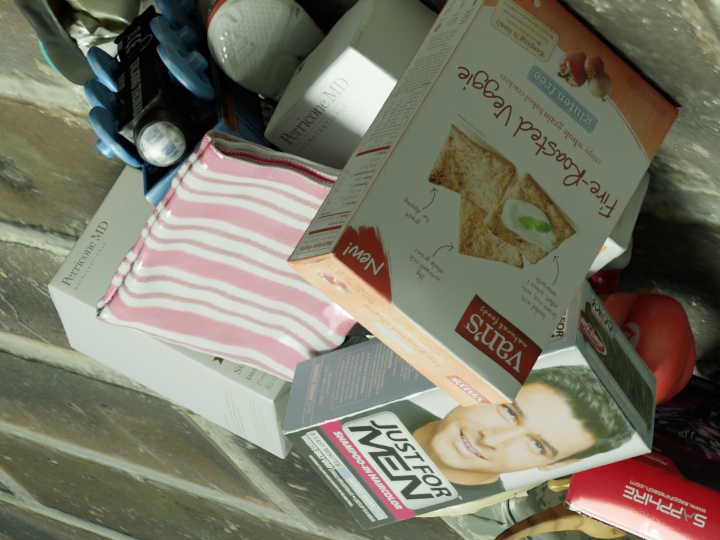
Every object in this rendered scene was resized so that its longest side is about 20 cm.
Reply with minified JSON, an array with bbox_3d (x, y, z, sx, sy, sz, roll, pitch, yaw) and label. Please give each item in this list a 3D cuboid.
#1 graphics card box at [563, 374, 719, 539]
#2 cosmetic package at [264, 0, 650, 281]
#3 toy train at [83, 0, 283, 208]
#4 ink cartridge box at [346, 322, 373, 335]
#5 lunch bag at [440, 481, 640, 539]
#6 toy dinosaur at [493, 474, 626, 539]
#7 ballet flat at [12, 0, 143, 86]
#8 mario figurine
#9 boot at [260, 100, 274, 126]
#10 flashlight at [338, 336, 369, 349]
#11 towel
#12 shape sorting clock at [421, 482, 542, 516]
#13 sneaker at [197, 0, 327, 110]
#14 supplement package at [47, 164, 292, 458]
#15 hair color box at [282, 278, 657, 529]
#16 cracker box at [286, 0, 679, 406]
[{"bbox_3d":[0.222,0.125,1.654,0.125,0.051,0.200,21,-163,22],"label":"graphics card box"},{"bbox_3d":[0.057,-0.067,1.531,0.200,0.071,0.101,35,136,-12],"label":"cosmetic package"},{"bbox_3d":[-0.107,-0.096,1.619,0.114,0.087,0.200,44,-167,-22],"label":"toy train"},{"bbox_3d":[0.000,0.000,1.648,0.199,0.094,0.044,0,120,21],"label":"ink cartridge box"},{"bbox_3d":[0.128,0.159,1.920,0.167,0.140,0.200,5,147,51],"label":"lunch bag"},{"bbox_3d":[0.147,0.152,1.682,0.199,0.061,0.106,-8,-168,-10],"label":"toy dinosaur"},{"bbox_3d":[-0.184,-0.173,1.691,0.068,0.068,0.200,7,159,22],"label":"ballet flat"},{"bbox_3d":[0.125,0.034,1.654,0.200,0.106,0.124,13,132,63],"label":"mario figurine"},{"bbox_3d":[-0.078,-0.066,1.816,0.200,0.070,0.132,33,167,33],"label":"boot"},{"bbox_3d":[-0.071,0.006,1.832,0.200,0.068,0.068,27,166,49],"label":"flashlight"},{"bbox_3d":[-0.059,0.000,1.550,0.146,0.030,0.200,18,141,-16],"label":"towel"},{"bbox_3d":[0.087,0.103,1.766,0.200,0.200,0.039,6,125,51],"label":"shape sorting clock"},{"bbox_3d":[-0.027,-0.118,1.624,0.200,0.077,0.082,47,-178,-36],"label":"sneaker"},{"bbox_3d":[-0.118,0.031,2.009,0.199,0.122,0.120,26,160,15],"label":"supplement package"},{"bbox_3d":[0.065,0.081,1.568,0.199,0.061,0.099,-19,129,27],"label":"hair color box"},{"bbox_3d":[0.068,-0.046,1.420,0.134,0.200,0.058,38,160,-20],"label":"cracker box"}]
